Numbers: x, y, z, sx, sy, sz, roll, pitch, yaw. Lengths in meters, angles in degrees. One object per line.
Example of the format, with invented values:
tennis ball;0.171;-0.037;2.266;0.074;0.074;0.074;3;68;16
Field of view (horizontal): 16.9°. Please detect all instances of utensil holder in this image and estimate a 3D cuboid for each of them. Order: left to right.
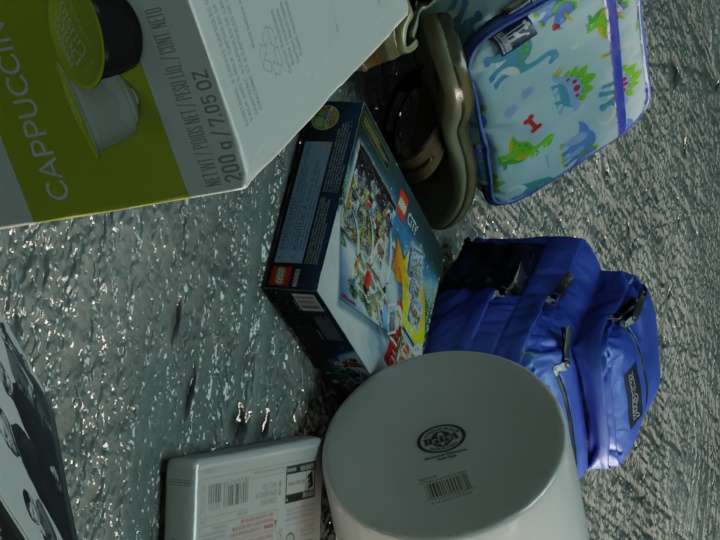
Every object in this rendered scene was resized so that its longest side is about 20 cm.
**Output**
utensil holder;0.067;0.174;1.570;0.200;0.169;0.170;77;25;-43

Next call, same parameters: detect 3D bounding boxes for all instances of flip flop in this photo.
flip flop;0.042;-0.098;1.637;0.200;0.057;0.081;90;-21;-61

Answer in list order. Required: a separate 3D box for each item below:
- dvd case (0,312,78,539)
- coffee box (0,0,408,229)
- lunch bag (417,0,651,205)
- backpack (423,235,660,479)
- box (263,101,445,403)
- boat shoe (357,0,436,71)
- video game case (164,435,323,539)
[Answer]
dvd case;-0.168;0.058;1.059;0.200;0.025;0.151;67;4;-47
coffee box;-0.124;-0.145;0.963;0.200;0.197;0.200;-54;131;-58
lunch bag;0.128;-0.151;1.713;0.161;0.082;0.200;-32;146;-14
backpack;0.118;0.077;1.727;0.200;0.167;0.163;-50;131;-54
box;0.000;0.000;1.576;0.200;0.038;0.137;59;38;-56
boat shoe;0.025;-0.199;1.578;0.075;0.068;0.200;72;28;-43
video game case;-0.069;0.195;1.436;0.200;0.023;0.183;0;92;-70
